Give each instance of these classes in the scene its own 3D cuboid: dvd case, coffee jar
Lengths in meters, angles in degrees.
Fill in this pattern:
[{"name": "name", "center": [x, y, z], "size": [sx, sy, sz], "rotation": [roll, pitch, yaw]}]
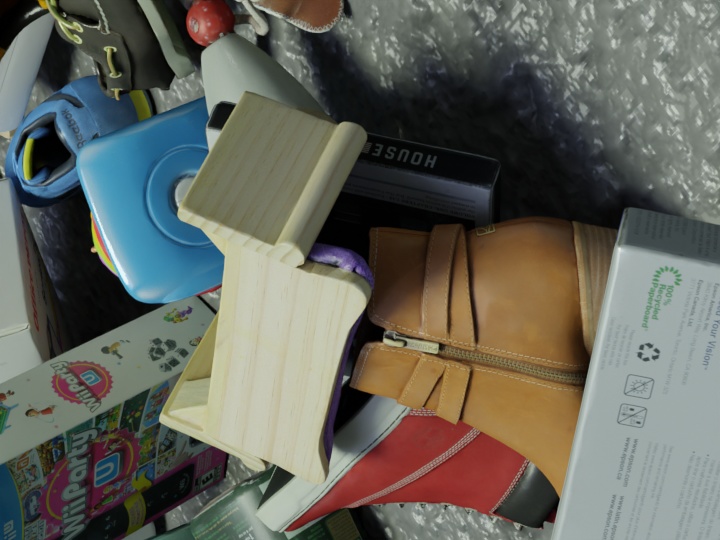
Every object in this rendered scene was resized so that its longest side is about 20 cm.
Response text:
[{"name": "dvd case", "center": [0.000, 0.000, 0.966], "size": [0.149, 0.025, 0.201], "rotation": [12, 143, 13]}, {"name": "coffee jar", "center": [-0.021, 0.221, 1.183], "size": [0.104, 0.085, 0.201], "rotation": [-37, 81, 48]}]

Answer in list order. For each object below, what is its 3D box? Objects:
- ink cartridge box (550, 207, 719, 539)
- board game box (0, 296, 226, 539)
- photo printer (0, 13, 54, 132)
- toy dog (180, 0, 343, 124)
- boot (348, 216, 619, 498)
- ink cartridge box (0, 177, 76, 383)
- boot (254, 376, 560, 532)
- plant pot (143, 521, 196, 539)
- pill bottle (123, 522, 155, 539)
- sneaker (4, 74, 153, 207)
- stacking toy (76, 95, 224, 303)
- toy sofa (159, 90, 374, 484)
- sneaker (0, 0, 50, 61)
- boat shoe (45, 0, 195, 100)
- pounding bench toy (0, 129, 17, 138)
[{"name": "ink cartridge box", "center": [0.195, 0.080, 0.815], "size": [0.198, 0.041, 0.201], "rotation": [14, 126, 9]}, {"name": "board game box", "center": [-0.179, 0.120, 1.221], "size": [0.064, 0.199, 0.148], "rotation": [41, 140, 30]}, {"name": "photo printer", "center": [-0.270, -0.178, 1.161], "size": [0.070, 0.165, 0.201], "rotation": [55, 135, 32]}, {"name": "toy dog", "center": [-0.043, -0.109, 1.018], "size": [0.131, 0.096, 0.202], "rotation": [0, 98, 55]}, {"name": "boot", "center": [0.070, 0.064, 0.906], "size": [0.074, 0.153, 0.202], "rotation": [-92, 5, -67]}, {"name": "ink cartridge box", "center": [-0.253, 0.059, 1.287], "size": [0.201, 0.087, 0.146], "rotation": [77, 176, -48]}, {"name": "boot", "center": [0.035, 0.121, 1.026], "size": [0.144, 0.073, 0.200], "rotation": [31, 141, -13]}, {"name": "plant pot", "center": [-0.117, 0.280, 1.265], "size": [0.200, 0.199, 0.198], "rotation": [-30, 82, 55]}, {"name": "pill bottle", "center": [-0.257, 0.184, 1.439], "size": [0.199, 0.114, 0.115], "rotation": [27, 132, 41]}, {"name": "sneaker", "center": [-0.215, -0.081, 1.246], "size": [0.200, 0.078, 0.066], "rotation": [-23, 96, 57]}, {"name": "stacking toy", "center": [-0.135, -0.030, 1.170], "size": [0.111, 0.115, 0.200], "rotation": [67, 156, -1]}, {"name": "toy sofa", "center": [-0.037, 0.015, 0.911], "size": [0.097, 0.083, 0.201], "rotation": [21, 144, 7]}, {"name": "sneaker", "center": [-0.183, -0.197, 1.072], "size": [0.200, 0.078, 0.082], "rotation": [-48, 56, 19]}, {"name": "boat shoe", "center": [-0.144, -0.146, 1.039], "size": [0.201, 0.060, 0.072], "rotation": [65, 180, -74]}, {"name": "pounding bench toy", "center": [-0.344, -0.113, 1.320], "size": [0.124, 0.155, 0.202], "rotation": [26, 132, 40]}]
